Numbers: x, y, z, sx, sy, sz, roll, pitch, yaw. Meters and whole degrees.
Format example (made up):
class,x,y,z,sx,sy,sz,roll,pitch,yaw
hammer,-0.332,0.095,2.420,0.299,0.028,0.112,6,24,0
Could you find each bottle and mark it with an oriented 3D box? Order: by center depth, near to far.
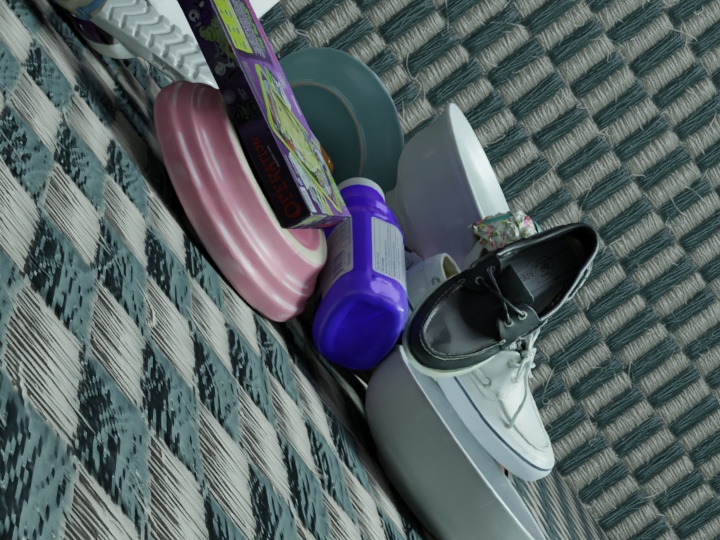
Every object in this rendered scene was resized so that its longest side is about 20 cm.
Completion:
class,x,y,z,sx,sy,sz,roll,pitch,yaw
bottle,-0.001,-0.006,1.390,0.065,0.084,0.200,22,29,-14

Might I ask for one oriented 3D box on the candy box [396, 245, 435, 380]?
class,x,y,z,sx,sy,sz,roll,pitch,yaw
candy box,0.000,0.000,1.544,0.200,0.061,0.136,39,-11,25

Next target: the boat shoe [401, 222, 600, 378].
class,x,y,z,sx,sy,sz,roll,pitch,yaw
boat shoe,0.117,0.017,1.351,0.075,0.199,0.066,58,-35,12

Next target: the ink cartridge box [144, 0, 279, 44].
class,x,y,z,sx,sy,sz,roll,pitch,yaw
ink cartridge box,-0.174,-0.294,1.574,0.145,0.147,0.200,53,-11,-32

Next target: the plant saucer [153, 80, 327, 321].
class,x,y,z,sx,sy,sz,roll,pitch,yaw
plant saucer,-0.083,-0.060,1.319,0.201,0.051,0.201,56,14,-23

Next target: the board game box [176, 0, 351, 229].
class,x,y,z,sx,sy,sz,roll,pitch,yaw
board game box,-0.073,-0.125,1.316,0.200,0.032,0.120,65,17,5

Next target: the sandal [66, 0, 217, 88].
class,x,y,z,sx,sy,sz,roll,pitch,yaw
sandal,-0.205,-0.201,1.438,0.202,0.050,0.082,38,25,-3

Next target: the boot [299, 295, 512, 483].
class,x,y,z,sx,sy,sz,roll,pitch,yaw
boot,0.032,0.099,1.479,0.200,0.064,0.186,55,-11,-32

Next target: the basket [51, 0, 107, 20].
class,x,y,z,sx,sy,sz,roll,pitch,yaw
basket,-0.219,-0.293,1.259,0.139,0.176,0.200,39,-17,26

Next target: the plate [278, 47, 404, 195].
class,x,y,z,sx,sy,sz,roll,pitch,yaw
plate,-0.046,-0.113,1.665,0.026,0.200,0.200,-9,59,-54

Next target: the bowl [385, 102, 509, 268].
class,x,y,z,sx,sy,sz,roll,pitch,yaw
bowl,0.082,-0.044,1.586,0.201,0.090,0.202,-22,90,-77

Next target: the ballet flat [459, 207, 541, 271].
class,x,y,z,sx,sy,sz,roll,pitch,yaw
ballet flat,0.103,0.043,1.467,0.076,0.064,0.201,-143,-122,-63

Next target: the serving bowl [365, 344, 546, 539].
class,x,y,z,sx,sy,sz,roll,pitch,yaw
serving bowl,0.064,0.156,1.343,0.200,0.066,0.200,52,4,-5

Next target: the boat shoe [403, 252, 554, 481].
class,x,y,z,sx,sy,sz,roll,pitch,yaw
boat shoe,0.111,0.071,1.404,0.202,0.086,0.075,56,25,3

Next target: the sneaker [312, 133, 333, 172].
class,x,y,z,sx,sy,sz,roll,pitch,yaw
sneaker,-0.096,-0.123,1.646,0.085,0.073,0.200,33,3,-39
